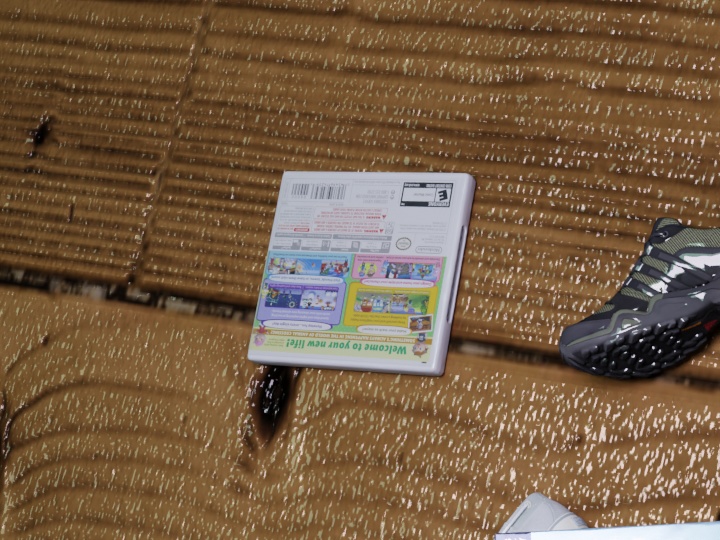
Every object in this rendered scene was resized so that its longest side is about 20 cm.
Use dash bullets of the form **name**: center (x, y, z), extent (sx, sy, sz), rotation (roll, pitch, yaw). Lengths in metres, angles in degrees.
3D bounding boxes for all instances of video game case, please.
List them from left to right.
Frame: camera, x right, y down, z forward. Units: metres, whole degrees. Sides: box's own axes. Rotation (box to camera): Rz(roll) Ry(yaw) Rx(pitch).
- **video game case**: center (0.000, 0.000, 1.866), extent (0.199, 0.022, 0.183), rotation (2, 74, 31)

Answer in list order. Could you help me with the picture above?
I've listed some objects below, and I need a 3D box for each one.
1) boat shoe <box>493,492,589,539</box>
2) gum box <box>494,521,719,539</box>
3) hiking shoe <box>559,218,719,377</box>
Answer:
- **boat shoe**: center (0.103, 0.269, 1.683), extent (0.071, 0.070, 0.201), rotation (38, 88, 35)
- **gum box**: center (0.206, 0.284, 1.590), extent (0.199, 0.045, 0.171), rotation (-5, 72, 10)
- **hiking shoe**: center (0.249, 0.013, 1.680), extent (0.199, 0.076, 0.101), rotation (-25, 53, 11)
